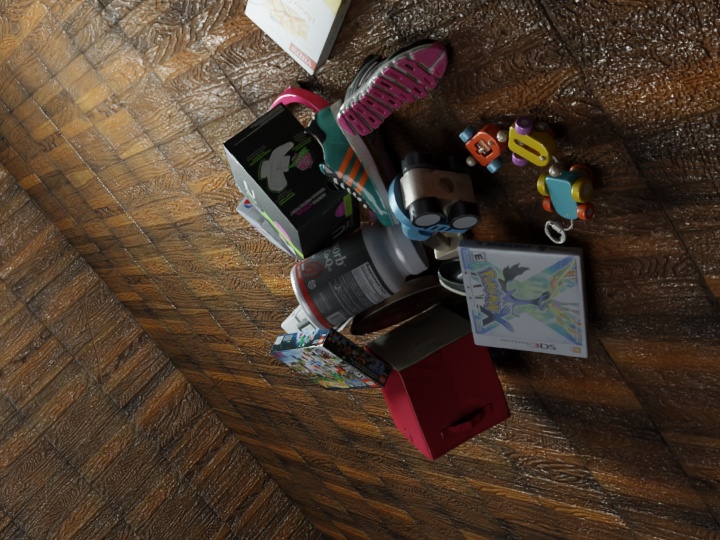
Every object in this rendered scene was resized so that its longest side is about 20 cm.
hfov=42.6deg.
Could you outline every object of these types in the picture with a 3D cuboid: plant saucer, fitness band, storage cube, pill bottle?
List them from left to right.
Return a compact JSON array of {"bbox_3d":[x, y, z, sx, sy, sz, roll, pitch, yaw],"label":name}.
[{"bbox_3d":[-0.087,-0.237,1.550,0.144,0.037,0.200,44,156,-7],"label":"fitness band"},{"bbox_3d":[0.000,0.000,1.445,0.117,0.198,0.116,57,-167,-20],"label":"pill bottle"},{"bbox_3d":[0.068,0.057,1.608,0.032,0.198,0.200,64,159,14],"label":"plant saucer"},{"bbox_3d":[0.132,0.191,1.634,0.182,0.169,0.200,69,166,-20],"label":"storage cube"}]

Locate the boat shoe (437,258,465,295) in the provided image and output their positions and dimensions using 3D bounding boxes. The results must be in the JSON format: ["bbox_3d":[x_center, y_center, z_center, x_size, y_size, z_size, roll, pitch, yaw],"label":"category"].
[{"bbox_3d":[0.202,0.000,1.428,0.198,0.072,0.068,7,146,39],"label":"boat shoe"}]

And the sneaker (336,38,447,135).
[{"bbox_3d":[0.042,-0.267,1.261,0.073,0.088,0.199,27,142,-28],"label":"sneaker"}]

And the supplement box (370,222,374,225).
[{"bbox_3d":[0.028,-0.005,1.644,0.085,0.110,0.200,40,155,9],"label":"supplement box"}]

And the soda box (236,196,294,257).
[{"bbox_3d":[-0.161,-0.095,1.765,0.063,0.068,0.200,33,174,20],"label":"soda box"}]

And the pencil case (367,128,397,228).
[{"bbox_3d":[0.025,-0.145,1.466,0.087,0.087,0.201,11,139,50],"label":"pencil case"}]

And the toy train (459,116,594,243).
[{"bbox_3d":[0.227,-0.136,1.209,0.200,0.056,0.150,47,157,2],"label":"toy train"}]

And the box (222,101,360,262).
[{"bbox_3d":[-0.107,-0.135,1.487,0.200,0.124,0.149,49,167,20],"label":"box"}]

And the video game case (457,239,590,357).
[{"bbox_3d":[0.243,0.043,1.369,0.180,0.022,0.202,5,131,24],"label":"video game case"}]

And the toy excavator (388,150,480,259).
[{"bbox_3d":[0.110,-0.081,1.380,0.200,0.192,0.101,-41,52,53],"label":"toy excavator"}]

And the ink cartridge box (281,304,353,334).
[{"bbox_3d":[-0.052,0.061,1.597,0.068,0.116,0.200,45,155,-5],"label":"ink cartridge box"}]

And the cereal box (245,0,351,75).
[{"bbox_3d":[-0.089,-0.384,1.314,0.144,0.040,0.200,43,155,3],"label":"cereal box"}]

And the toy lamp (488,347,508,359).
[{"bbox_3d":[0.229,0.078,1.535,0.058,0.058,0.201,34,154,20],"label":"toy lamp"}]

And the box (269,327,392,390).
[{"bbox_3d":[-0.054,0.154,1.582,0.136,0.038,0.199,36,156,-21],"label":"box"}]

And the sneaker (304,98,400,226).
[{"bbox_3d":[-0.011,-0.146,1.366,0.202,0.079,0.071,61,-165,-4],"label":"sneaker"}]
